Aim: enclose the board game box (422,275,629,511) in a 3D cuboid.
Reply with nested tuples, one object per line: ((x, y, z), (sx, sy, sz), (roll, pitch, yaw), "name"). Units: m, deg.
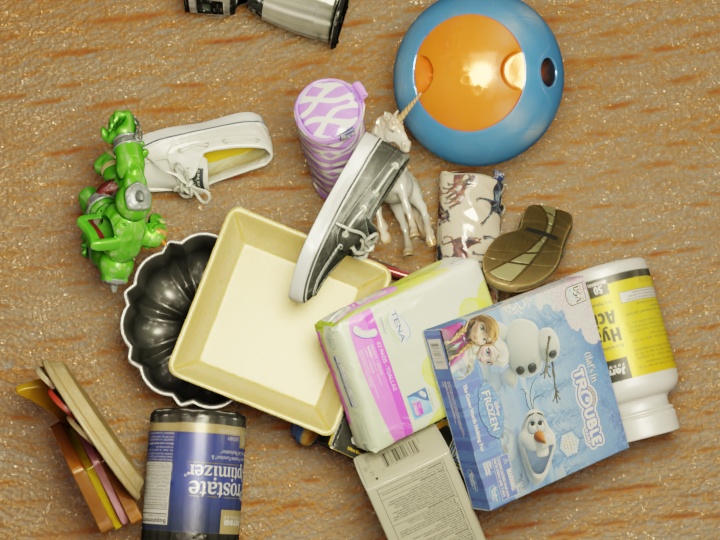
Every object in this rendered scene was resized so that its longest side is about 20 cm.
((0.184, 0.130, 1.460), (0.197, 0.043, 0.203), (-19, 95, -28), "board game box")

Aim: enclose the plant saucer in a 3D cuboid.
((-0.089, 0.059, 1.498), (0.198, 0.048, 0.202), (21, 78, -2), "plant saucer")

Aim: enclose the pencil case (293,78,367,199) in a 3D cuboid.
((-0.025, -0.148, 1.537), (0.085, 0.200, 0.084), (-35, 73, -9), "pencil case")

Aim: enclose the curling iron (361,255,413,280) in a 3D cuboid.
((0.000, 0.000, 1.599), (0.198, 0.026, 0.050), (24, 77, 1), "curling iron")

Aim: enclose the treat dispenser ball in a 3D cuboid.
((0.137, -0.223, 1.558), (0.198, 0.201, 0.204), (1, 80, -3), "treat dispenser ball")

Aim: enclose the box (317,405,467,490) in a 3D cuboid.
((0.068, 0.162, 1.531), (0.198, 0.049, 0.161), (27, 81, -21), "box")

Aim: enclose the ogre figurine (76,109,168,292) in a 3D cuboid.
((-0.274, -0.064, 1.502), (0.200, 0.097, 0.121), (-50, 45, 25), "ogre figurine")

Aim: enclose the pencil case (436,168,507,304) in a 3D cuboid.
((0.134, -0.017, 1.583), (0.088, 0.078, 0.203), (5, 80, -17), "pencil case")

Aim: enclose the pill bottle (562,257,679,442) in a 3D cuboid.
((0.305, 0.095, 1.558), (0.110, 0.111, 0.203), (-14, 81, -6), "pill bottle")

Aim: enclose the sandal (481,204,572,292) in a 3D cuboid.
((0.197, -0.017, 1.559), (0.079, 0.200, 0.055), (20, 122, 15), "sandal")

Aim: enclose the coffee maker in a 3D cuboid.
((-0.102, -0.380, 1.621), (0.197, 0.135, 0.194), (15, 56, -2), "coffee maker")

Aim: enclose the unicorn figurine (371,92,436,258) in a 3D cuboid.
((0.044, -0.097, 1.535), (0.073, 0.200, 0.139), (-10, 76, -2), "unicorn figurine")

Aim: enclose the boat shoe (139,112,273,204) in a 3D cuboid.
((-0.196, -0.118, 1.575), (0.199, 0.075, 0.087), (-15, 50, -12), "boat shoe")

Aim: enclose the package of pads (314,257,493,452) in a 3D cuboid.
((0.061, 0.086, 1.467), (0.198, 0.068, 0.156), (-23, 99, -23), "package of pads")

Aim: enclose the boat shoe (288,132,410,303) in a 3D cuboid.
((-0.010, -0.047, 1.456), (0.067, 0.074, 0.201), (28, 83, 6), "boat shoe")

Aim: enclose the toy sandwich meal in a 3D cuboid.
((-0.308, 0.191, 1.472), (0.070, 0.205, 0.206), (-35, 84, -11), "toy sandwich meal")

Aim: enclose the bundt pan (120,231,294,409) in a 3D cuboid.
((-0.176, 0.063, 1.550), (0.199, 0.076, 0.205), (1, 79, -6), "bundt pan")

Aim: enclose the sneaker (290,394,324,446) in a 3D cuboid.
((-0.043, 0.104, 1.565), (0.087, 0.075, 0.202), (22, 76, 16), "sneaker")

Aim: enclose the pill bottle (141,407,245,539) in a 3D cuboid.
((-0.188, 0.259, 1.500), (0.110, 0.112, 0.203), (3, 80, -3), "pill bottle")

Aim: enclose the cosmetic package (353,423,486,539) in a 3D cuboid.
((0.077, 0.281, 1.482), (0.104, 0.071, 0.202), (-23, 115, -4), "cosmetic package")
